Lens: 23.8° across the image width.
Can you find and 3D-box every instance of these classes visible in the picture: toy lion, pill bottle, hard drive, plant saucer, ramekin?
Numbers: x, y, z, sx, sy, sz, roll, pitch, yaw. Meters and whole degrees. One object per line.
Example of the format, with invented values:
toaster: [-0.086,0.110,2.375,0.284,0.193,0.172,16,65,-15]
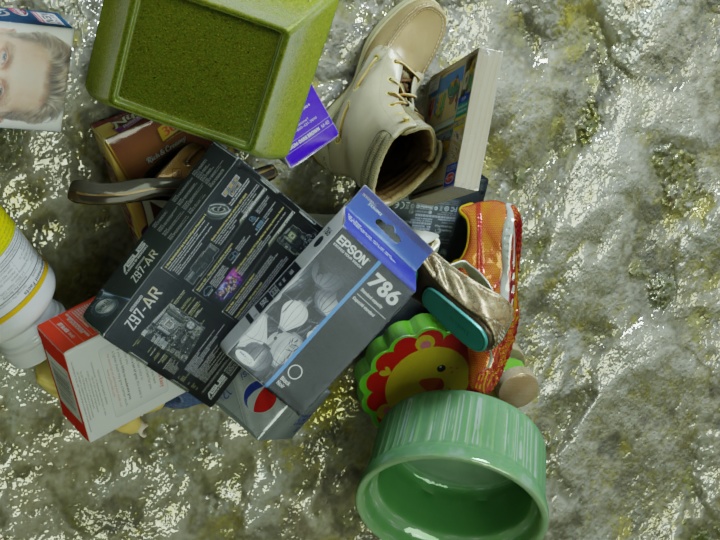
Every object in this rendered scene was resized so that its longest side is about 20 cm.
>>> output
toy lion: [0.079,0.139,1.838,0.191,0.069,0.200,10,121,-21]
pill bottle: [-0.351,-0.003,1.570,0.104,0.104,0.200,-38,122,-6]
hard drive: [0.048,-0.011,1.795,0.139,0.033,0.200,5,108,-27]
plant saucer: [-0.140,-0.191,1.507,0.200,0.048,0.200,19,130,-3]
ramekin: [0.100,0.212,1.772,0.200,0.098,0.200,7,139,6]

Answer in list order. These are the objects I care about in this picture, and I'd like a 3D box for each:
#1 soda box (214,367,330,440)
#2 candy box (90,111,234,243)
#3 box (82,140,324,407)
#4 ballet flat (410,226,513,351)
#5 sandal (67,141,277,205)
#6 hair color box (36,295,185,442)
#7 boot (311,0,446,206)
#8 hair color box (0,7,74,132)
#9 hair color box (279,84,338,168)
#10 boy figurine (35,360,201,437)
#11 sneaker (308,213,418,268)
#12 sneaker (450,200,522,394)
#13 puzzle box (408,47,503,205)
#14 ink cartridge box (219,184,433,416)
soda box: [-0.085,0.124,1.697,0.063,0.200,0.068,41,90,8]
candy box: [-0.172,-0.069,1.655,0.117,0.056,0.200,-25,118,-13]
box: [-0.134,0.007,1.554,0.200,0.044,0.160,-53,135,-2]
ballet flat: [0.073,0.003,1.721,0.065,0.200,0.071,-41,167,-33]
sandal: [-0.173,-0.091,1.582,0.200,0.082,0.055,-5,91,-15]
hair color box: [-0.194,0.063,1.612,0.200,0.064,0.111,-27,129,-23]
boot: [0.042,-0.165,1.656,0.073,0.155,0.200,34,94,-31]
hair color box: [-0.362,-0.184,1.515,0.200,0.061,0.100,1,110,-26]
hair color box: [-0.105,-0.204,1.599,0.065,0.109,0.200,-36,122,-8]
boy figurine: [-0.226,0.109,1.699,0.200,0.064,0.125,-2,112,-24]
sneaker: [0.000,0.000,1.692,0.073,0.200,0.112,-52,129,-26]
sneaker: [0.125,0.028,1.767,0.077,0.073,0.200,2,84,17]
puzzle box: [0.089,-0.135,1.651,0.025,0.200,0.133,11,86,-10]
ink cartridge box: [-0.026,0.028,1.562,0.099,0.039,0.200,41,90,-20]
